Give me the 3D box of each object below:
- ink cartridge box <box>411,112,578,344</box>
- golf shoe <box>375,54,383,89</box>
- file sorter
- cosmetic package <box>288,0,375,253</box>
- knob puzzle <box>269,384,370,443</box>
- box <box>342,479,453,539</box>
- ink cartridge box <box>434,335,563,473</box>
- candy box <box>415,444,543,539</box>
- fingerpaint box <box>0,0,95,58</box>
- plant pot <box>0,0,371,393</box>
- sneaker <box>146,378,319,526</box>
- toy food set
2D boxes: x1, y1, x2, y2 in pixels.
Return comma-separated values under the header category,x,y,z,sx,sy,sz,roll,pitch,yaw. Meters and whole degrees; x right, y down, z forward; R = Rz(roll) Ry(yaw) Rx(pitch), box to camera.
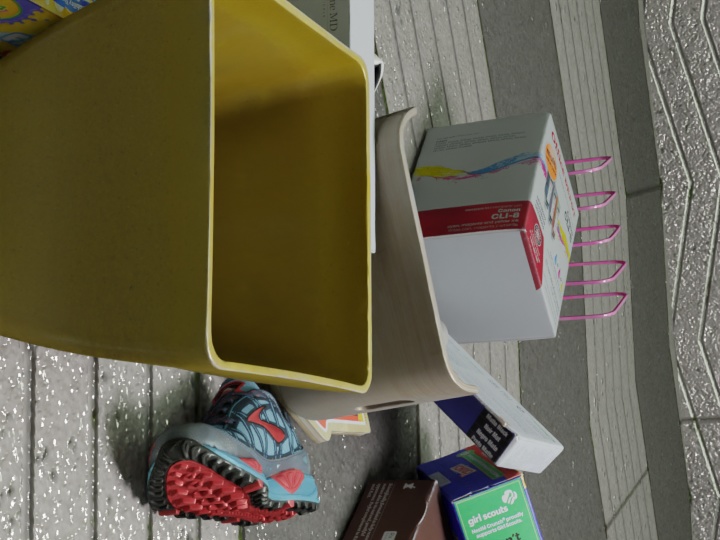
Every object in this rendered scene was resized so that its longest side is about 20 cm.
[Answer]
category,x,y,z,sx,sy,sz,roll,pitch,yaw
ink cartridge box,0.134,-0.045,1.397,0.201,0.143,0.146,-71,148,-46
golf shoe,-0.021,-0.182,1.111,0.078,0.093,0.203,28,58,-63
file sorter,0.277,-0.043,1.774,0.139,0.124,0.203,-31,114,-66
cosmetic package,-0.066,-0.108,0.907,0.052,0.149,0.203,23,65,-65
knob puzzle,-0.042,0.033,1.041,0.219,0.030,0.222,-17,90,-72
box,0.048,0.299,1.210,0.100,0.074,0.202,-57,139,-56
ink cartridge box,0.079,0.098,1.209,0.041,0.200,0.200,-48,154,6
candy box,0.130,0.280,1.273,0.169,0.076,0.202,-160,-131,-81
fingerpaint box,-0.180,-0.205,0.747,0.200,0.072,0.169,19,68,-66
plant pot,-0.110,-0.036,0.748,0.200,0.174,0.203,20,68,-65
sneaker,-0.094,0.119,0.919,0.200,0.078,0.097,45,31,-67
toy food set,0.000,0.000,0.948,0.060,0.142,0.203,-10,88,-56
